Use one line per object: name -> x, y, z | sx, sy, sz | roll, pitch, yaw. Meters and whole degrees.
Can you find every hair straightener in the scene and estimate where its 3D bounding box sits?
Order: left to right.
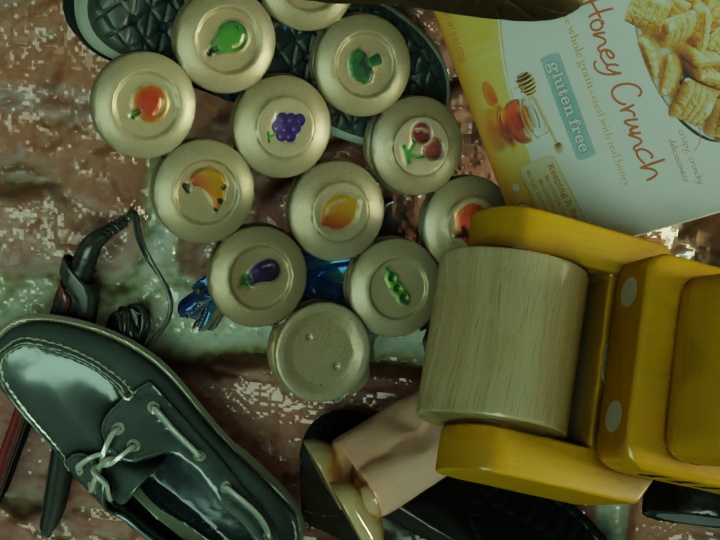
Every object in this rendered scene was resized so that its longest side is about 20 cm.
hair straightener -> -0.146, 0.062, 0.984 | 0.077, 0.041, 0.200 | 20, 106, -3

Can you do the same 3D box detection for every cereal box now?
cereal box -> 0.147, -0.096, 0.842 | 0.200, 0.040, 0.144 | -18, 97, 32

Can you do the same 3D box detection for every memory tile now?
memory tile -> -0.024, -0.049, 0.855 | 0.153, 0.017, 0.200 | -39, 109, -12

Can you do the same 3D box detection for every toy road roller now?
toy road roller -> 0.139, 0.044, 0.805 | 0.200, 0.146, 0.123 | 14, 77, -21

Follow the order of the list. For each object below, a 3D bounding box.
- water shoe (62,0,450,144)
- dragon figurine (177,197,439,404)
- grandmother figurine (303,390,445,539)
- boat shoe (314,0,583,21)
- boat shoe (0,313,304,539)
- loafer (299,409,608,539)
water shoe -> -0.049, -0.116, 0.889 | 0.200, 0.079, 0.072 | 17, 92, -24
dragon figurine -> 0.000, 0.000, 0.923 | 0.200, 0.059, 0.099 | -30, 102, 16
grandmother figurine -> 0.071, 0.063, 0.909 | 0.200, 0.121, 0.061 | -29, 138, -6
boat shoe -> 0.006, -0.159, 0.802 | 0.200, 0.072, 0.065 | 6, 84, -10
boat shoe -> -0.115, 0.097, 0.937 | 0.200, 0.062, 0.073 | 40, 108, -6
loafer -> 0.054, 0.147, 0.969 | 0.200, 0.073, 0.071 | 30, 132, 6
